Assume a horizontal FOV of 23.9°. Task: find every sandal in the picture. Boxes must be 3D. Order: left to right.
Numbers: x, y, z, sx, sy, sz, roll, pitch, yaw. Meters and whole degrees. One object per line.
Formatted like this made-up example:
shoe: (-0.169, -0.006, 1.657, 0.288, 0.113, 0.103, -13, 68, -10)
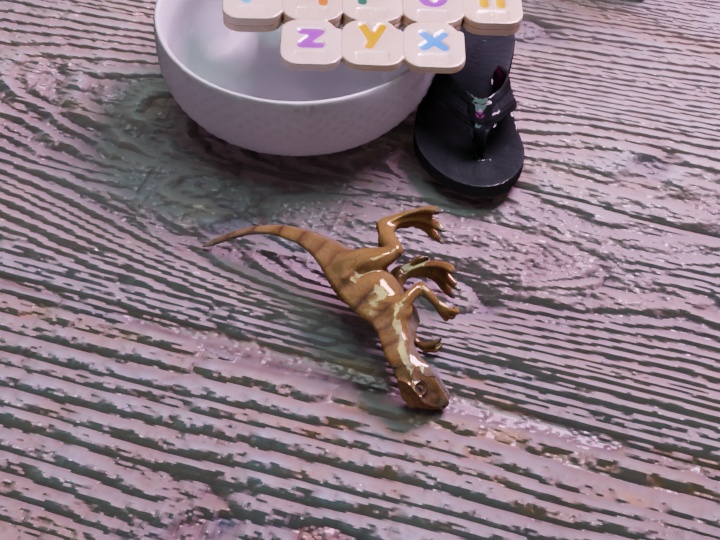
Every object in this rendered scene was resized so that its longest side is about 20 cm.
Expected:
sandal: (0.075, -0.126, 1.175, 0.075, 0.048, 0.201, 2, 43, 0)

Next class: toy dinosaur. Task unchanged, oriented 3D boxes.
toy dinosaur: (0.000, 0.000, 1.030, 0.106, 0.061, 0.200, -26, 50, -25)

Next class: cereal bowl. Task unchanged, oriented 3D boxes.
cereal bowl: (-0.043, -0.144, 1.164, 0.199, 0.084, 0.201, 2, 43, -2)

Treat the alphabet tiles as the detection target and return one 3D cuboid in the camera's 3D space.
alphabet tiles: (0.008, -0.191, 1.146, 0.199, 0.015, 0.196, 1, 43, -1)
